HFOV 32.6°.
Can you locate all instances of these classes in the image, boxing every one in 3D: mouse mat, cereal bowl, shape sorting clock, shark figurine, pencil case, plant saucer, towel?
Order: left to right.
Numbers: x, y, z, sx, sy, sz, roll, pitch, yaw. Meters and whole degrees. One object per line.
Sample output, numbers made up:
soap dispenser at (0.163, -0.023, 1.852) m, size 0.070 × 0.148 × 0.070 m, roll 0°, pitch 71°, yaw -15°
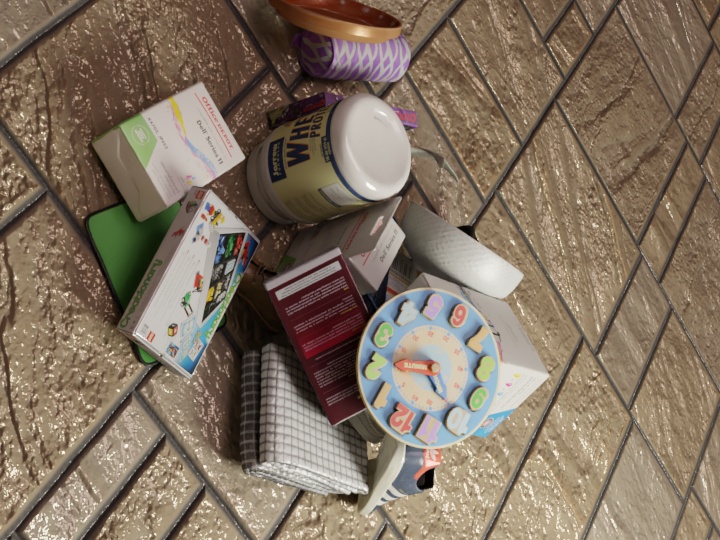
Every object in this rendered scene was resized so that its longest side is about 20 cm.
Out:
mouse mat at (-0.253, 0.003, 1.546) m, size 0.160 × 0.007 × 0.202 m, roll -28°, pitch 98°, yaw -49°
towel at (-0.077, 0.202, 1.621) m, size 0.199 × 0.085 × 0.167 m, roll 28°, pitch 50°, yaw -45°
plant saucer at (-0.038, -0.370, 1.794) m, size 0.199 × 0.199 × 0.033 m, roll -9°, pitch 122°, yaw -49°
pencil case at (-0.008, -0.333, 1.879) m, size 0.085 × 0.084 × 0.199 m, roll 45°, pitch 29°, yaw 27°
shark figurine at (0.029, -0.144, 1.843) m, size 0.090 × 0.212 × 0.129 m, roll 79°, pitch -14°, yaw -57°
shape sorting clock at (0.088, 0.122, 1.544) m, size 0.198 × 0.039 × 0.203 m, roll 1°, pitch 86°, yaw -19°
cereal bowl at (0.138, -0.015, 1.819) m, size 0.199 × 0.200 × 0.084 m, roll 31°, pitch 93°, yaw -38°

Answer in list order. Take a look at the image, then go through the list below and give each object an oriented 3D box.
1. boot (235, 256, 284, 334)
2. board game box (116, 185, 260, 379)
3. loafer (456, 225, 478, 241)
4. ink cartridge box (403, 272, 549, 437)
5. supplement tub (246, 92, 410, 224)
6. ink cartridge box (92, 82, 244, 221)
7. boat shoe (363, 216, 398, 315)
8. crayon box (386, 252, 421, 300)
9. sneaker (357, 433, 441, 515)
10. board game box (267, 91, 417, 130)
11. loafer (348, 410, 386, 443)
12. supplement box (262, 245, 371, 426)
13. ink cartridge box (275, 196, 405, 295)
boot at (-0.140, 0.002, 1.623) m, size 0.200 × 0.075 × 0.074 m, roll 47°, pitch 49°, yaw -27°
board game box at (-0.207, 0.015, 1.507) m, size 0.126 × 0.034 × 0.202 m, roll 48°, pitch 61°, yaw -50°
loafer at (0.149, 0.022, 1.953) m, size 0.071 × 0.072 × 0.202 m, roll 43°, pitch 53°, yaw -43°
ink cartridge box at (0.128, 0.122, 1.716) m, size 0.199 × 0.147 × 0.145 m, roll 18°, pitch 35°, yaw -43°
supplement tub at (-0.046, -0.146, 1.680) m, size 0.144 × 0.199 × 0.147 m, roll 18°, pitch 64°, yaw -44°
ink cartridge box at (-0.228, -0.160, 1.565) m, size 0.200 × 0.067 × 0.118 m, roll -40°, pitch 103°, yaw -47°
boat shoe at (0.000, 0.000, 1.768) m, size 0.069 × 0.083 × 0.202 m, roll 54°, pitch 41°, yaw -58°
crayon box at (0.049, 0.080, 1.827) m, size 0.125 × 0.051 × 0.202 m, roll 33°, pitch 54°, yaw -38°
sneaker at (0.052, 0.281, 1.651) m, size 0.083 × 0.200 × 0.076 m, roll 10°, pitch 60°, yaw -13°
board game box at (-0.024, -0.220, 1.791) m, size 0.199 × 0.119 × 0.033 m, roll 4°, pitch 74°, yaw -47°
loafer at (-0.001, 0.131, 1.630) m, size 0.070 × 0.069 × 0.202 m, roll -27°, pitch 95°, yaw -57°
supplement box at (-0.035, 0.082, 1.567) m, size 0.108 × 0.061 × 0.202 m, roll -25°, pitch 95°, yaw -6°
ink cartridge box at (-0.018, -0.019, 1.670) m, size 0.067 × 0.199 × 0.118 m, roll 50°, pitch 46°, yaw -24°
